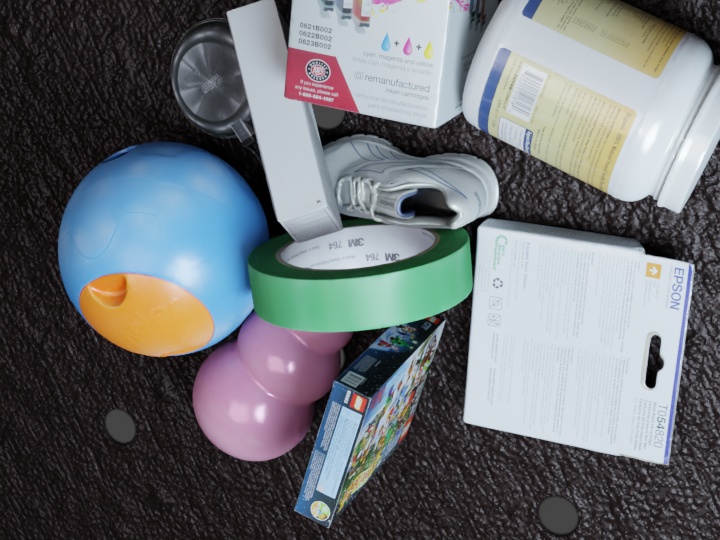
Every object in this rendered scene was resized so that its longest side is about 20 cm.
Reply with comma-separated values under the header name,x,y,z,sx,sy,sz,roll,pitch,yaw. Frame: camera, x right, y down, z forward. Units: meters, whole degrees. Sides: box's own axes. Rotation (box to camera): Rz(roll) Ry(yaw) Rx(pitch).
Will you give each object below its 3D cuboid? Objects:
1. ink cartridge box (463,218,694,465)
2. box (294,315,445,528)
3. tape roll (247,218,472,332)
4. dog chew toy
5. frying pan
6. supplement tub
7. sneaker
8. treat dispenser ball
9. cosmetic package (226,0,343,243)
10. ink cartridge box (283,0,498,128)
name,x,y,z,sx,sy,sz,roll,pitch,yaw
ink cartridge box,0.197,0.063,1.270,0.198,0.041,0.202,11,111,20
box,0.012,0.129,1.283,0.037,0.200,0.138,23,115,14
tape roll,0.000,0.000,1.245,0.198,0.200,0.049,0,107,23
dog chew toy,-0.077,0.089,1.359,0.124,0.124,0.201,40,110,7
frying pan,-0.131,-0.147,1.353,0.114,0.031,0.192,-4,103,25
supplement tub,0.198,-0.145,1.140,0.199,0.144,0.146,28,116,13
sneaker,0.023,-0.077,1.273,0.198,0.087,0.075,5,111,23
treat dispenser ball,-0.184,-0.020,1.319,0.199,0.201,0.203,8,110,21
cosmetic package,-0.068,-0.133,1.249,0.050,0.083,0.202,-16,75,4
ink cartridge box,0.033,-0.243,1.180,0.144,0.145,0.202,13,111,19
